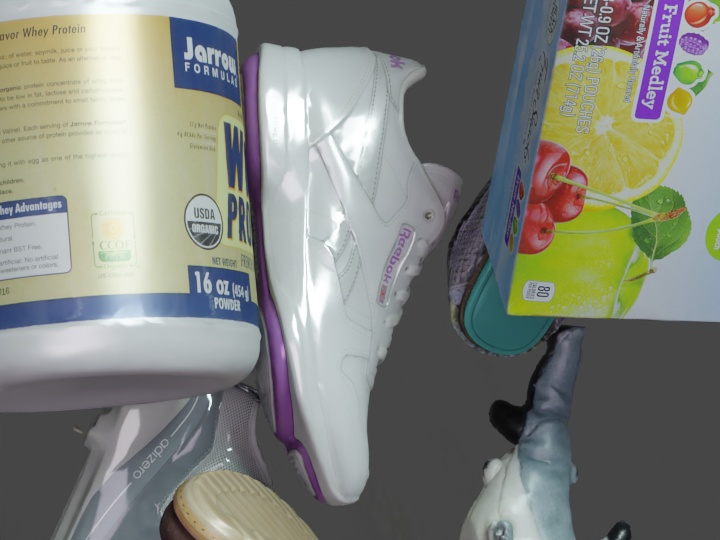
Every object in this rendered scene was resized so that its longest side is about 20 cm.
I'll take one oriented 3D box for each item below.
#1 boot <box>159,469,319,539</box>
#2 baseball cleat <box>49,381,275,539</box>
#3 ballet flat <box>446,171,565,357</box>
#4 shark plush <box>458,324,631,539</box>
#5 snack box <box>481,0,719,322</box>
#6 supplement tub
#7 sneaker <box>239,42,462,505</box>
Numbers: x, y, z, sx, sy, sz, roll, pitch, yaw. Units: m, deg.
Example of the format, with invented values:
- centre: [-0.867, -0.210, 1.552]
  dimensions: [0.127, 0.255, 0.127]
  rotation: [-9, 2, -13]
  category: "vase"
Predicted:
- centre: [-0.073, 0.175, 1.126]
  dimensions: [0.166, 0.200, 0.072]
  rotation: [-42, 59, 3]
  category: "boot"
- centre: [-0.098, 0.138, 1.176]
  dimensions: [0.106, 0.070, 0.200]
  rotation: [22, 99, -2]
  category: "baseball cleat"
- centre: [0.096, -0.057, 1.138]
  dimensions: [0.072, 0.072, 0.200]
  rotation: [31, 110, -4]
  category: "ballet flat"
- centre: [0.083, 0.128, 1.195]
  dimensions: [0.083, 0.091, 0.200]
  rotation: [2, 78, -19]
  category: "shark plush"
- centre: [0.161, -0.062, 1.059]
  dimensions: [0.200, 0.068, 0.169]
  rotation: [1, 125, -10]
  category: "snack box"
- centre: [-0.118, -0.048, 1.094]
  dimensions: [0.144, 0.144, 0.200]
  rotation: [-5, 82, 1]
  category: "supplement tub"
- centre: [0.000, 0.000, 1.142]
  dimensions: [0.099, 0.075, 0.200]
  rotation: [-4, 90, -12]
  category: "sneaker"
